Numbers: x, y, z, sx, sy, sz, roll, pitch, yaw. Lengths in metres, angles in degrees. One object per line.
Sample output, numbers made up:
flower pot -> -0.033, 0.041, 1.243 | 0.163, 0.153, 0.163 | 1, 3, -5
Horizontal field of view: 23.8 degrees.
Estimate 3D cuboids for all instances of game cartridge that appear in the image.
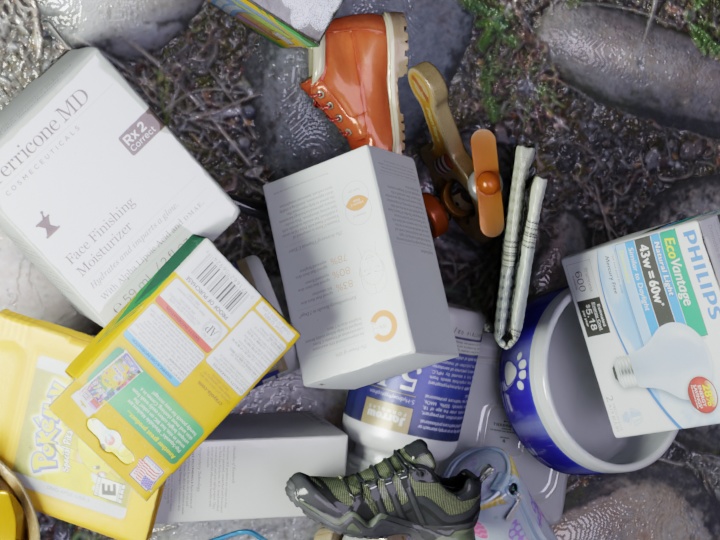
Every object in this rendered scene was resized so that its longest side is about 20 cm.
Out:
game cartridge -> -0.268, 0.145, 1.570 | 0.198, 0.032, 0.178 | 17, 105, 3

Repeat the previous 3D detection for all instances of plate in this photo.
plate -> 0.149, 0.169, 1.814 | 0.198, 0.032, 0.202 | 9, 93, -22

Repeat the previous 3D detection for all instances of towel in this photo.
towel -> 0.159, -0.030, 1.714 | 0.034, 0.193, 0.202 | 6, 94, 3

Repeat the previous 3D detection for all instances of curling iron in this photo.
curling iron -> -0.052, -0.055, 1.718 | 0.198, 0.026, 0.050 | 9, 71, -17

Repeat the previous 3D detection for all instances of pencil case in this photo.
pencil case -> 0.157, 0.270, 1.772 | 0.201, 0.090, 0.083 | 59, 40, -36

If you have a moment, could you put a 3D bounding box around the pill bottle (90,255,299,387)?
pill bottle -> -0.168, 0.076, 1.629 | 0.199, 0.120, 0.121 | -23, 104, -4

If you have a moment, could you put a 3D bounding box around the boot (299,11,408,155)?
boot -> -0.009, -0.157, 1.703 | 0.106, 0.075, 0.202 | -1, 91, -14

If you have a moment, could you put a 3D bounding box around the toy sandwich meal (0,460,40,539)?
toy sandwich meal -> -0.386, 0.241, 1.558 | 0.203, 0.070, 0.207 | 1, 101, 8

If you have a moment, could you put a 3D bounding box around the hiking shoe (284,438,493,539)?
hiking shoe -> 0.026, 0.203, 1.628 | 0.198, 0.076, 0.102 | 14, 97, -20

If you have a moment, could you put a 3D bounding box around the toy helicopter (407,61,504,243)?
toy helicopter -> 0.094, -0.113, 1.692 | 0.079, 0.132, 0.201 | -30, 120, -15

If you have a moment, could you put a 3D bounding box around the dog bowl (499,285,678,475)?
dog bowl -> 0.244, 0.113, 1.786 | 0.199, 0.079, 0.202 | 7, 77, -32

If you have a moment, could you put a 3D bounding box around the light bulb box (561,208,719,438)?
light bulb box -> 0.332, 0.048, 1.689 | 0.124, 0.199, 0.200 | -18, 89, -36

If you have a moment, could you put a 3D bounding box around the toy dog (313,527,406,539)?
toy dog -> 0.017, 0.341, 1.752 | 0.096, 0.131, 0.202 | -4, 105, -59

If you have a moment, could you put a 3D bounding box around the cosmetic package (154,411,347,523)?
cosmetic package -> -0.122, 0.192, 1.672 | 0.198, 0.107, 0.086 | -1, 99, -22

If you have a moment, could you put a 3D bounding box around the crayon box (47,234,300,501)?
crayon box -> -0.167, 0.084, 1.497 | 0.200, 0.052, 0.126 | -47, 108, -10

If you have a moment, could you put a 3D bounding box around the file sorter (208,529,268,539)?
file sorter -> -0.123, 0.374, 1.676 | 0.122, 0.139, 0.202 | -15, 101, -21

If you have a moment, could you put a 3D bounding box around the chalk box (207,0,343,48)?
chalk box -> -0.108, -0.313, 1.616 | 0.199, 0.124, 0.125 | 32, 85, -20

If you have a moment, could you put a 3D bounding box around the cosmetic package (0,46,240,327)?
cosmetic package -> -0.248, -0.076, 1.563 | 0.165, 0.165, 0.200 | -45, 109, -11

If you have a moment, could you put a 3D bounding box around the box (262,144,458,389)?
box -> 0.000, 0.000, 1.620 | 0.097, 0.124, 0.202 | 10, 65, -60

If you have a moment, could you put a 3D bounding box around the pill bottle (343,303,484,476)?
pill bottle -> 0.047, 0.128, 1.715 | 0.119, 0.120, 0.202 | 12, 92, -21
